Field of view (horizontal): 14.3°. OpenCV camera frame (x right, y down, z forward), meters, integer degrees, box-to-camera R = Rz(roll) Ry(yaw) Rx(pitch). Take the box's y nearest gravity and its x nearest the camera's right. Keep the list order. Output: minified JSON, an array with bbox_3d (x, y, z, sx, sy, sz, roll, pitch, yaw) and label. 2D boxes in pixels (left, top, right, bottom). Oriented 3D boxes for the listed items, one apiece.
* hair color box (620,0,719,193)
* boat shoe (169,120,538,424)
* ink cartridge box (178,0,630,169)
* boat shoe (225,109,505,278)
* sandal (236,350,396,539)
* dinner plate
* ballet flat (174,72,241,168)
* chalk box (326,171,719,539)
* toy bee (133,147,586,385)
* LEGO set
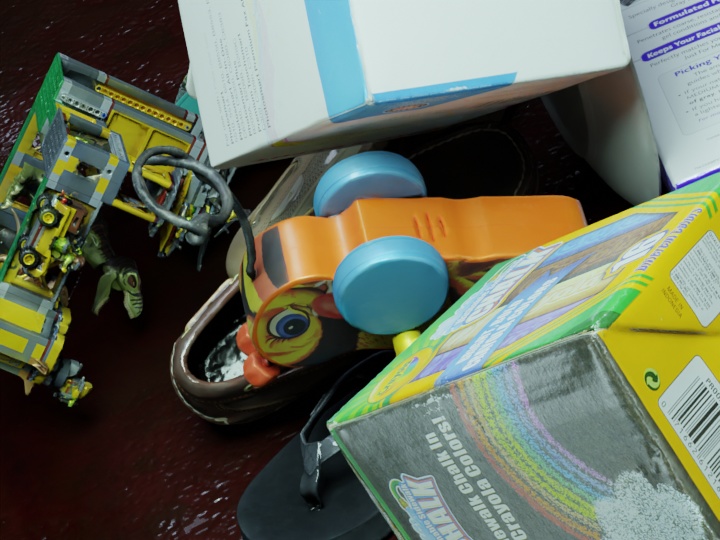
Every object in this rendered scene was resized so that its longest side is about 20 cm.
[{"bbox_3d":[0.182,-0.086,1.345,0.109,0.065,0.200,-21,34,5],"label":"hair color box"},{"bbox_3d":[0.000,0.000,1.305,0.200,0.070,0.070,-40,76,-7],"label":"boat shoe"},{"bbox_3d":[0.005,-0.124,1.256,0.128,0.126,0.200,-10,-2,-26],"label":"ink cartridge box"},{"bbox_3d":[0.005,-0.063,1.416,0.064,0.071,0.200,9,46,40],"label":"boat shoe"},{"bbox_3d":[0.014,0.057,1.263,0.076,0.043,0.200,14,48,44],"label":"sandal"},{"bbox_3d":[0.089,-0.117,1.319,0.024,0.201,0.200,-22,32,-5],"label":"dinner plate"},{"bbox_3d":[-0.031,-0.112,1.456,0.074,0.074,0.200,-48,11,-34],"label":"ballet flat"},{"bbox_3d":[0.085,0.063,1.096,0.200,0.125,0.124,-22,16,50],"label":"chalk box"},{"bbox_3d":[-0.007,0.001,1.224,0.199,0.109,0.131,21,43,-6],"label":"toy bee"},{"bbox_3d":[-0.117,-0.014,1.399,0.154,0.116,0.200,-66,15,5],"label":"LEGO set"}]
